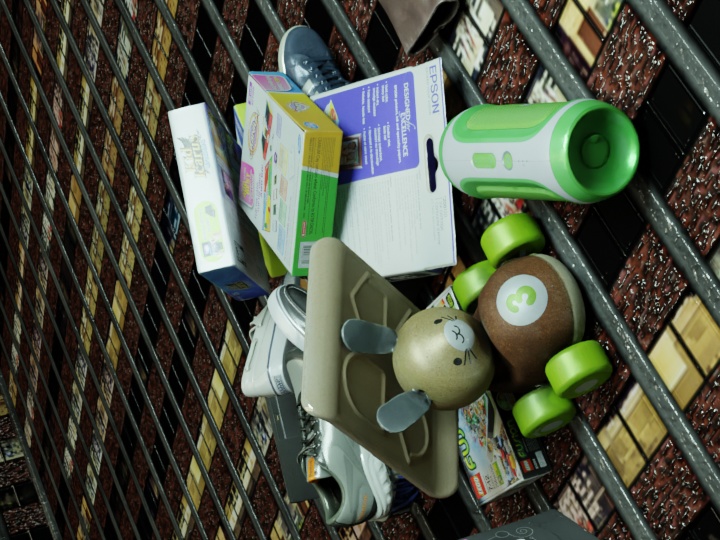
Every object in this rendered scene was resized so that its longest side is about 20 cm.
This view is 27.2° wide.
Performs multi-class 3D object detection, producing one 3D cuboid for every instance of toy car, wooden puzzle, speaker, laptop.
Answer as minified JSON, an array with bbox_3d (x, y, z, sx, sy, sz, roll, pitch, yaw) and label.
[{"bbox_3d":[0.087,0.066,1.307,0.165,0.199,0.158,65,153,23],"label":"toy car"},{"bbox_3d":[0.013,0.092,1.349,0.046,0.200,0.186,-24,47,32],"label":"wooden puzzle"},{"bbox_3d":[0.145,-0.099,1.241,0.200,0.088,0.089,9,110,63],"label":"speaker"},{"bbox_3d":[-0.018,0.168,1.694,0.103,0.199,0.178,-7,-96,-78],"label":"laptop"}]

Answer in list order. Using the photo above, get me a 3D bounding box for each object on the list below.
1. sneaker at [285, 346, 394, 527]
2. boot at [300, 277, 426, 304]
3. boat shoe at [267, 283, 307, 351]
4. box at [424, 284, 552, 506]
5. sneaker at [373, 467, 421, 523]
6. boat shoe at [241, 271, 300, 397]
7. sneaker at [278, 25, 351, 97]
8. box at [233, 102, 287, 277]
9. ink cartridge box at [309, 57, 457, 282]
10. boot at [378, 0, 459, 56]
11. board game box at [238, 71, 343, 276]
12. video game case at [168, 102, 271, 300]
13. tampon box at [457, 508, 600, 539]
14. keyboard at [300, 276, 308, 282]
[{"bbox_3d":[-0.034,0.172,1.553,0.074,0.079,0.201,-35,75,53],"label":"sneaker"},{"bbox_3d":[0.000,0.000,1.607,0.200,0.068,0.189,25,130,54],"label":"boot"},{"bbox_3d":[-0.008,0.071,1.515,0.200,0.070,0.066,43,122,19],"label":"boat shoe"},{"bbox_3d":[0.117,0.122,1.468,0.201,0.035,0.110,70,154,16],"label":"box"},{"bbox_3d":[0.046,0.206,1.598,0.199,0.080,0.116,-17,95,51],"label":"sneaker"},{"bbox_3d":[-0.094,0.070,1.701,0.201,0.065,0.072,-82,-27,-45],"label":"boat shoe"},{"bbox_3d":[-0.022,-0.179,1.583,0.084,0.075,0.201,-34,76,56],"label":"sneaker"},{"bbox_3d":[-0.110,-0.107,1.776,0.122,0.047,0.201,-118,19,-52],"label":"box"},{"bbox_3d":[0.031,-0.090,1.454,0.199,0.043,0.199,-9,83,50],"label":"ink cartridge box"},{"bbox_3d":[0.018,-0.280,1.437,0.200,0.072,0.167,-41,63,58],"label":"boot"},{"bbox_3d":[-0.076,-0.104,1.530,0.200,0.040,0.154,-129,42,-58],"label":"board game box"},{"bbox_3d":[-0.155,-0.071,1.657,0.200,0.045,0.182,54,-156,-78],"label":"video game case"},{"bbox_3d":[0.170,0.349,1.357,0.150,0.126,0.201,27,126,58],"label":"tampon box"},{"bbox_3d":[-0.055,-0.030,1.590,0.104,0.039,0.201,-40,64,61],"label":"keyboard"}]
